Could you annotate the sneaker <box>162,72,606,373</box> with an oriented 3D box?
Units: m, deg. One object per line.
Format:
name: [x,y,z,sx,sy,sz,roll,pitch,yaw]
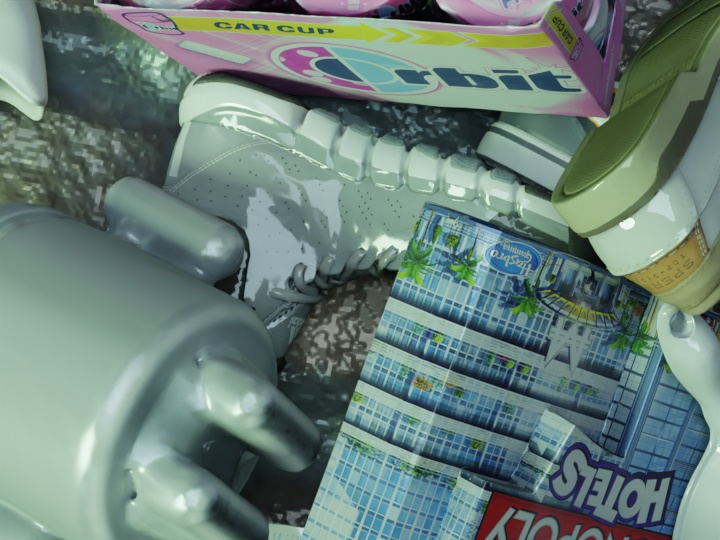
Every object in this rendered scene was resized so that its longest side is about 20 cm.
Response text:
sneaker: [0.000,0.000,0.774,0.198,0.075,0.117,20,86,14]

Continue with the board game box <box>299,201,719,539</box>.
board game box: [0.072,0.098,0.711,0.061,0.199,0.202,20,91,45]

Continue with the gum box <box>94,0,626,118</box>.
gum box: [0.009,-0.114,0.734,0.198,0.113,0.067,6,81,22]

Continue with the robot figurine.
robot figurine: [-0.113,0.043,0.722,0.199,0.113,0.170,25,74,30]

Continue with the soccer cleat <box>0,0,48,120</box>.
soccer cleat: [-0.231,-0.072,0.783,0.198,0.069,0.086,-21,77,-8]

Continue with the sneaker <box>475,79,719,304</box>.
sneaker: [0.152,-0.032,0.769,0.199,0.078,0.080,32,87,7]

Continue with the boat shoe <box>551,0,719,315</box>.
boat shoe: [0.142,-0.061,0.700,0.068,0.075,0.200,47,52,-11]

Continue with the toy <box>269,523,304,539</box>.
toy: [-0.079,0.159,0.753,0.198,0.047,0.117,6,84,4]

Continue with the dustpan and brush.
dustpan and brush: [0.163,0.080,0.719,0.139,0.200,0.057,-43,48,-8]
